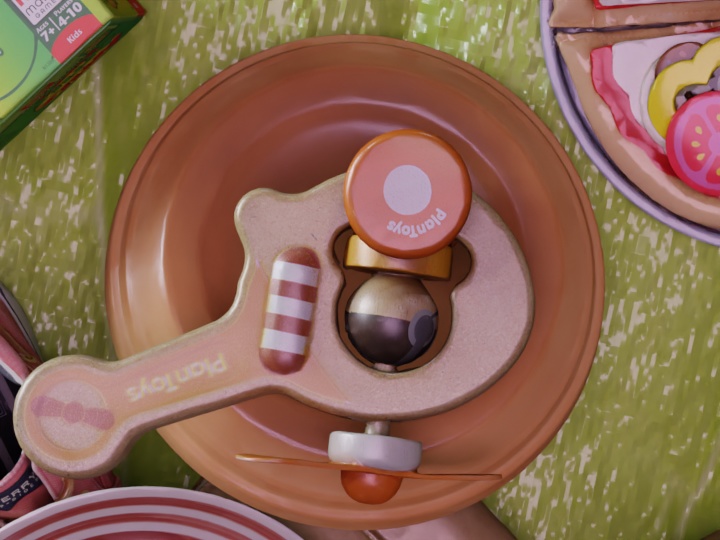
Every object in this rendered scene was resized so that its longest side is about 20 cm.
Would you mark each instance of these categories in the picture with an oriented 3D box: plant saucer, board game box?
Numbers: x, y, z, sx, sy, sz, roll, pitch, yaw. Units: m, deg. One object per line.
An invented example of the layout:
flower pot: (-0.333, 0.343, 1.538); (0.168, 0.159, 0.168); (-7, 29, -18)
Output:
plant saucer: (0.000, 0.000, 1.040); (0.199, 0.037, 0.201); (1, 77, -5)
board game box: (-0.178, -0.050, 1.045); (0.200, 0.102, 0.048); (-42, 93, 6)

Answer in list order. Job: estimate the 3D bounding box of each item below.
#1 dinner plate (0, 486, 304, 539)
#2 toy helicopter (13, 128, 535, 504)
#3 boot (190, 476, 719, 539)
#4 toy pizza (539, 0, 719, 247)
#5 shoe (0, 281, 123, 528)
dinner plate: (-0.091, 0.176, 1.057); (0.199, 0.024, 0.201); (-4, 110, -12)
toy helicopter: (-0.030, 0.037, 0.983); (0.199, 0.079, 0.133); (-20, 88, 0)
boot: (0.053, 0.107, 1.069); (0.200, 0.066, 0.175); (44, 98, -2)
toy pizza: (0.171, -0.105, 1.057); (0.199, 0.032, 0.201); (0, 96, 3)
shoe: (-0.133, 0.093, 1.064); (0.071, 0.091, 0.201); (-28, 94, 5)
